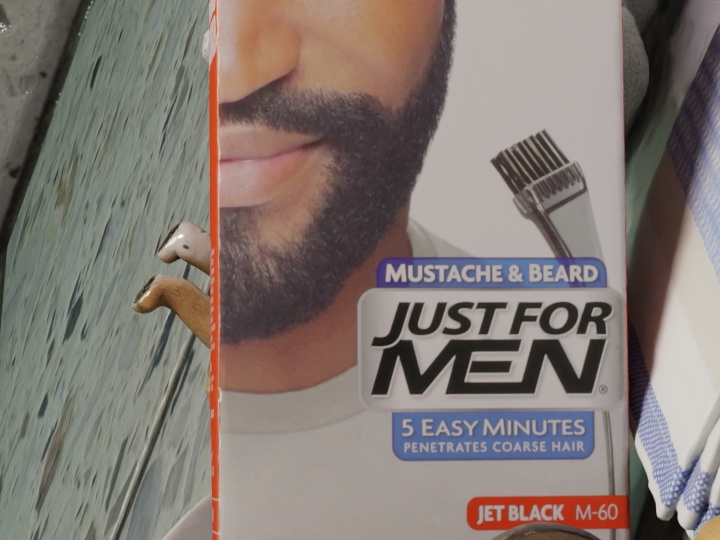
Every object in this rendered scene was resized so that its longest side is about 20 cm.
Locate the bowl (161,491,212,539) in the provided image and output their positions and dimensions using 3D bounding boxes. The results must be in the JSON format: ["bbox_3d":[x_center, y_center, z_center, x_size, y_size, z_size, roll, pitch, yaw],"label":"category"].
[{"bbox_3d":[-0.088,0.184,1.005,0.200,0.075,0.200,-54,-3,15],"label":"bowl"}]

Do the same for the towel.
[{"bbox_3d":[0.114,-0.041,0.728,0.147,0.024,0.201,-100,31,-66],"label":"towel"}]

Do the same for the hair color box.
[{"bbox_3d":[0.014,-0.017,0.769,0.064,0.110,0.201,132,137,-84],"label":"hair color box"}]

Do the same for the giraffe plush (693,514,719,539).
[{"bbox_3d":[0.057,0.153,0.474,0.162,0.172,0.201,112,138,-73],"label":"giraffe plush"}]

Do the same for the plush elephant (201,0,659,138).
[{"bbox_3d":[0.022,-0.101,0.877,0.200,0.154,0.165,-31,86,50],"label":"plush elephant"}]

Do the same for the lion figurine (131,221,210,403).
[{"bbox_3d":[0.000,0.000,1.046,0.200,0.122,0.073,-49,12,27],"label":"lion figurine"}]

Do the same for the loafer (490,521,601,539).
[{"bbox_3d":[0.043,0.159,0.677,0.071,0.073,0.201,-19,58,62],"label":"loafer"}]
